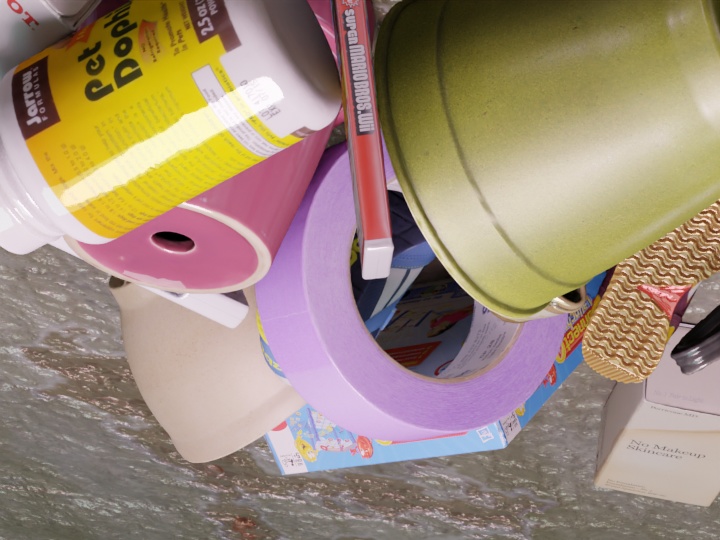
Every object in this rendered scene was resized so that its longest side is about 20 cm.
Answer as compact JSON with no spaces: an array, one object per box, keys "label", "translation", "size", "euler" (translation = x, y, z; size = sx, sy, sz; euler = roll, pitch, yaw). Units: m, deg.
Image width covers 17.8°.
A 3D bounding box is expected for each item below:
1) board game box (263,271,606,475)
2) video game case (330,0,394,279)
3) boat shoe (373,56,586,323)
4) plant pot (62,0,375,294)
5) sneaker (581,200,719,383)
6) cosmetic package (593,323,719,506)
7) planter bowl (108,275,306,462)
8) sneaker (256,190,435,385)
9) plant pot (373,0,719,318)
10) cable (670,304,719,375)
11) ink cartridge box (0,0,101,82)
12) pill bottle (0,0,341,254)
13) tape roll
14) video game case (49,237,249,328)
[{"label":"board game box","translation":[0.057,0.067,1.661],"size":[0.200,0.196,0.056],"euler":[-10,110,37]},{"label":"video game case","translation":[-0.002,-0.101,1.275],"size":[0.017,0.200,0.143],"euler":[-7,174,-1]},{"label":"boat shoe","translation":[0.076,-0.060,1.428],"size":[0.063,0.073,0.201],"euler":[-11,107,57]},{"label":"plant pot","translation":[-0.101,-0.093,1.390],"size":[0.200,0.179,0.200],"euler":[8,154,4]},{"label":"sneaker","translation":[0.211,-0.018,1.575],"size":[0.075,0.090,0.200],"euler":[28,128,-2]},{"label":"cosmetic package","translation":[0.255,0.116,1.828],"size":[0.104,0.073,0.200],"euler":[10,156,0]},{"label":"planter bowl","translation":[-0.094,0.021,1.644],"size":[0.135,0.200,0.200],"euler":[49,141,-16]},{"label":"sneaker","translation":[0.000,0.000,1.548],"size":[0.074,0.200,0.082],"euler":[37,152,19]},{"label":"plant pot","translation":[0.143,-0.098,1.308],"size":[0.193,0.200,0.200],"euler":[-21,143,28]},{"label":"cable","translation":[0.271,0.019,1.525],"size":[0.097,0.200,0.050],"euler":[-21,107,30]},{"label":"ink cartridge box","translation":[-0.240,-0.178,1.319],"size":[0.145,0.084,0.200],"euler":[45,144,-16]},{"label":"pill bottle","translation":[-0.118,-0.086,1.241],"size":[0.200,0.109,0.109],"euler":[-27,142,17]},{"label":"tape roll","translation":[0.035,0.007,1.470],"size":[0.200,0.200,0.066],"euler":[23,161,-26]},{"label":"video game case","translation":[-0.170,-0.056,1.508],"size":[0.182,0.200,0.023],"euler":[27,111,-32]}]
